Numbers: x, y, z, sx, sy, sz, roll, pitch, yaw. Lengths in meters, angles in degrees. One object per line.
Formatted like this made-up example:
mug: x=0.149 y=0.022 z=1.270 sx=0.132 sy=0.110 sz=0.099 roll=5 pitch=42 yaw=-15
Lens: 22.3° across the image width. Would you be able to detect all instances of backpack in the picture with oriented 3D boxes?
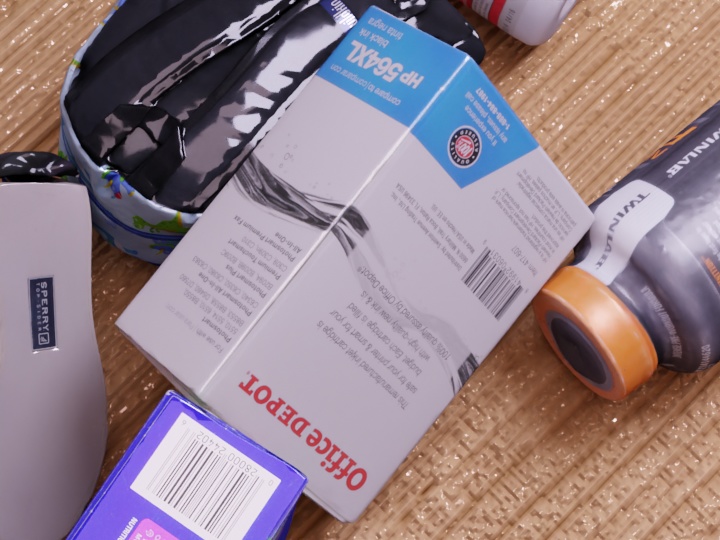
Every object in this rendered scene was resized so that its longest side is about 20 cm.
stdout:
backpack: x=-0.064 y=-0.091 z=0.943 sx=0.163 sy=0.154 sz=0.200 roll=43 pitch=55 yaw=3

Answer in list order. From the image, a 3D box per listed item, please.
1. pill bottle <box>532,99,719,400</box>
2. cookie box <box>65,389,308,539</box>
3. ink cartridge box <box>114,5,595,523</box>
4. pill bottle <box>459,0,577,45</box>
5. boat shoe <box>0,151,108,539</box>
pill bottle: x=0.184 y=-0.019 z=0.952 sx=0.199 sy=0.106 sz=0.106 roll=-38 pitch=80 yaw=-15
cookie box: x=-0.103 y=0.160 z=0.825 sx=0.075 sy=0.200 sz=0.172 roll=33 pitch=74 yaw=4
ink cartridge box: x=0.000 y=0.000 z=0.885 sx=0.200 sy=0.146 sz=0.084 roll=-50 pitch=46 yaw=-5
pill bottle: x=0.045 y=-0.220 z=0.996 sx=0.199 sy=0.112 sz=0.113 roll=34 pitch=74 yaw=5
boat shoe: x=-0.177 y=0.036 z=0.929 sx=0.074 sy=0.093 sz=0.202 roll=0 pitch=99 yaw=-31
